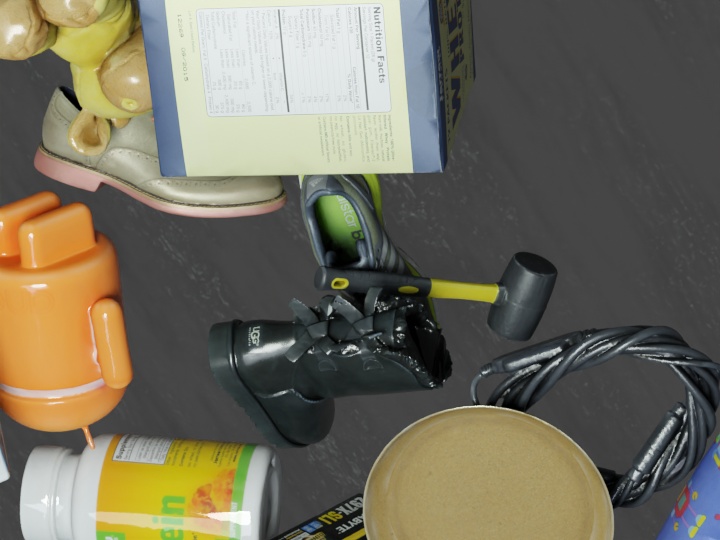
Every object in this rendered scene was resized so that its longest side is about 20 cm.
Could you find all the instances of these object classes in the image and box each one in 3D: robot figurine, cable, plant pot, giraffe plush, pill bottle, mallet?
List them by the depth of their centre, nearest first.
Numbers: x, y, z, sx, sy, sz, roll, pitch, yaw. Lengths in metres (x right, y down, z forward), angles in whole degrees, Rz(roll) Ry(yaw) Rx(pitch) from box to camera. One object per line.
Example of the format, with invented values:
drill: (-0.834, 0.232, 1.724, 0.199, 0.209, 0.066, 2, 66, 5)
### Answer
giraffe plush: (-0.192, -0.173, 1.583, 0.172, 0.200, 0.162, -31, 116, 2)
mallet: (0.055, 0.022, 1.654, 0.200, 0.041, 0.066, -1, 121, -24)
cable: (0.196, 0.119, 1.715, 0.200, 0.051, 0.163, -19, 110, 17)
robot figurine: (-0.244, 0.040, 1.719, 0.144, 0.117, 0.200, -1, 114, 7)
plant pot: (0.102, 0.192, 1.728, 0.200, 0.027, 0.200, 4, 113, 9)
pill bottle: (-0.171, 0.191, 1.776, 0.200, 0.111, 0.111, 3, 115, 8)

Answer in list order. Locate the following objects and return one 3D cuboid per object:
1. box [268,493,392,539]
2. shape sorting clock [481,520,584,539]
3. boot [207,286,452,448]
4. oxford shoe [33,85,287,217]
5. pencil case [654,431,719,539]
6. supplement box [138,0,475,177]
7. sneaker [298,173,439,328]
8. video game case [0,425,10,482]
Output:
box: (-0.044, 0.299, 1.775, 0.049, 0.160, 0.200, 24, 120, 32)
shape sorting clock: (0.108, 0.259, 1.800, 0.200, 0.039, 0.200, 6, 116, 14)
boot: (-0.010, 0.078, 1.665, 0.162, 0.073, 0.198, -8, 154, 19)
oxford shoe: (-0.151, -0.091, 1.667, 0.200, 0.070, 0.075, 12, 111, 3)
pencil case: (0.292, 0.197, 1.719, 0.087, 0.078, 0.200, 25, 116, 0)
supplement box: (-0.030, -0.164, 1.538, 0.199, 0.200, 0.134, 0, 115, 11)
sneaker: (0.000, 0.000, 1.676, 0.074, 0.081, 0.200, -21, 109, 18)
video game case: (-0.316, 0.047, 1.691, 0.023, 0.200, 0.182, -18, 112, -7)
